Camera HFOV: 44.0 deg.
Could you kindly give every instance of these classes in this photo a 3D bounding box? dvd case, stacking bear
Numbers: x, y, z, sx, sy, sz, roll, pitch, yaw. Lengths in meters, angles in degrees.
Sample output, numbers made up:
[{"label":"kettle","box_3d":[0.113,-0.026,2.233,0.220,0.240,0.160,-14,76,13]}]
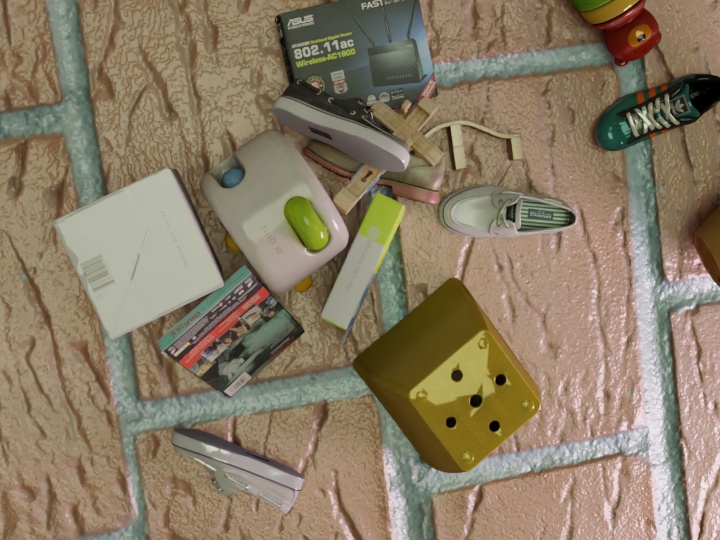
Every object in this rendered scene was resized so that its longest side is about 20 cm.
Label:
[{"label":"dvd case","box_3d":[-0.162,0.086,1.161,0.146,0.200,0.022,-42,59,-3]},{"label":"stacking bear","box_3d":[0.348,-0.383,1.230,0.120,0.114,0.201,-33,111,5]}]

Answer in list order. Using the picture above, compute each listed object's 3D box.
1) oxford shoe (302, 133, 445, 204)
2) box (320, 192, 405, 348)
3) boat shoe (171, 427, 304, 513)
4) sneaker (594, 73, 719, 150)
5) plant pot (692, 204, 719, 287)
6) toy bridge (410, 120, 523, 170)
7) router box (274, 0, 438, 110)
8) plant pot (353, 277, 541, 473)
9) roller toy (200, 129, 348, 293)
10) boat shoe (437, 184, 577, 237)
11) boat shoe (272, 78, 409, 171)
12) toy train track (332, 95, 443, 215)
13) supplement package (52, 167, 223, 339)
[{"label":"oxford shoe","box_3d":[0.020,-0.152,1.205,0.196,0.070,0.076,17,100,2]},{"label":"box","box_3d":[0.000,0.000,1.200,0.047,0.122,0.203,25,90,2]},{"label":"boat shoe","box_3d":[-0.174,0.279,1.224,0.197,0.074,0.066,25,87,-10]},{"label":"sneaker","box_3d":[0.430,-0.232,1.270,0.197,0.080,0.072,-27,99,-6]},{"label":"plant pot","box_3d":[0.591,-0.059,1.278,0.197,0.187,0.189,-27,99,7]},{"label":"toy bridge","box_3d":[0.135,-0.176,1.255,0.196,0.027,0.069,-11,96,-7]},{"label":"router box","box_3d":[-0.004,-0.287,1.203,0.196,0.062,0.153,-15,97,-7]},{"label":"plant pot","box_3d":[0.134,0.156,1.211,0.199,0.176,0.201,-39,100,-4]},{"label":"roller toy","box_3d":[-0.115,-0.071,1.147,0.139,0.200,0.184,-36,77,-5]},{"label":"boat shoe","box_3d":[0.210,-0.085,1.256,0.196,0.067,0.075,-3,96,-9]},{"label":"boat shoe","box_3d":[-0.017,-0.189,1.117,0.197,0.070,0.067,25,75,25]},{"label":"toy train track","box_3d":[0.035,-0.154,1.143,0.114,0.033,0.201,38,71,6]},{"label":"supplement package","box_3d":[-0.268,-0.028,1.114,0.149,0.200,0.154,-25,99,-6]}]
